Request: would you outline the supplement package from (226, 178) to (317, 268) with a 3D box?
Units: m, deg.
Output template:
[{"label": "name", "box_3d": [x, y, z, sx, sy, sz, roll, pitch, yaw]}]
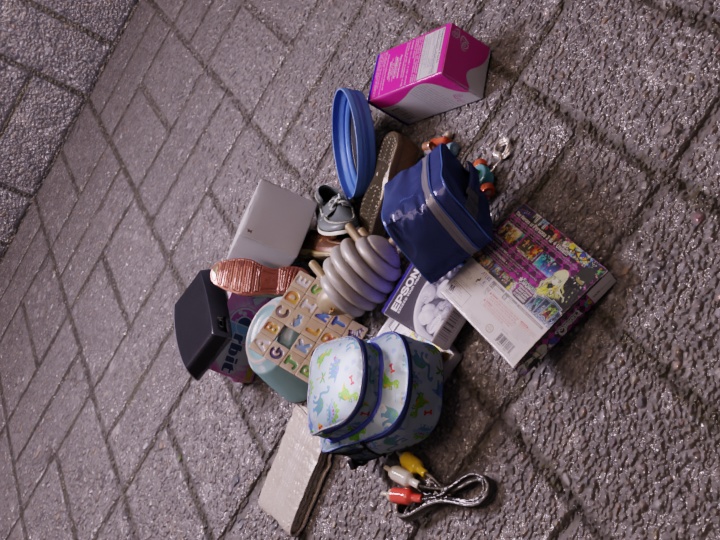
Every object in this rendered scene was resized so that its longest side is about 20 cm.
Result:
[{"label": "supplement package", "box_3d": [-0.170, -0.072, 1.910, 0.200, 0.117, 0.118, 137, 155, -72]}]

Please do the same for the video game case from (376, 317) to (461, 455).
[{"label": "video game case", "box_3d": [0.062, 0.161, 1.608, 0.201, 0.023, 0.182, -55, 35, 15]}]

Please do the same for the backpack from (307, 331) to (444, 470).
[{"label": "backpack", "box_3d": [0.019, 0.183, 1.505, 0.199, 0.146, 0.184, -23, 55, 41]}]

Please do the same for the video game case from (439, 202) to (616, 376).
[{"label": "video game case", "box_3d": [0.227, 0.022, 1.403, 0.181, 0.036, 0.200, -47, 42, 4]}]

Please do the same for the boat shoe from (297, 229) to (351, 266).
[{"label": "boat shoe", "box_3d": [-0.052, -0.045, 1.841, 0.200, 0.072, 0.068, 5, 77, 57]}]

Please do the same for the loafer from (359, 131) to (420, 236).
[{"label": "loafer", "box_3d": [0.054, -0.140, 1.762, 0.076, 0.067, 0.201, -125, 49, -57]}]

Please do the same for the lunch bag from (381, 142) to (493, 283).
[{"label": "lunch bag", "box_3d": [0.122, -0.094, 1.487, 0.132, 0.136, 0.200, -33, 23, 20]}]

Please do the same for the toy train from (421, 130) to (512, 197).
[{"label": "toy train", "box_3d": [0.151, -0.172, 1.650, 0.199, 0.055, 0.151, 5, 73, 55]}]

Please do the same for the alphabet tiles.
[{"label": "alphabet tiles", "box_3d": [-0.072, 0.090, 1.742, 0.166, 0.008, 0.201, 28, 72, 19]}]

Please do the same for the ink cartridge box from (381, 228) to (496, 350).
[{"label": "ink cartridge box", "box_3d": [0.121, 0.005, 1.579, 0.199, 0.043, 0.200, -58, 33, -3]}]

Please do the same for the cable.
[{"label": "cable", "box_3d": [0.101, 0.316, 1.433, 0.199, 0.050, 0.098, -1, 64, 55]}]

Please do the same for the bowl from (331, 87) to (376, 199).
[{"label": "bowl", "box_3d": [-0.012, -0.233, 1.842, 0.201, 0.039, 0.202, 173, 90, -77]}]

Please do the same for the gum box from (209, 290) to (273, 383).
[{"label": "gum box", "box_3d": [-0.241, 0.114, 1.966, 0.066, 0.113, 0.201, 10, 78, 55]}]

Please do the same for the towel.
[{"label": "towel", "box_3d": [-0.106, 0.336, 1.723, 0.132, 0.034, 0.201, 22, 90, 58]}]

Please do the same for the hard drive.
[{"label": "hard drive", "box_3d": [-0.306, 0.098, 1.924, 0.135, 0.042, 0.201, -50, 37, 24]}]

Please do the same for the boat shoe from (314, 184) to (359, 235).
[{"label": "boat shoe", "box_3d": [-0.049, -0.110, 1.835, 0.200, 0.072, 0.062, -126, 27, -70]}]

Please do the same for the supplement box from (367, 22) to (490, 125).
[{"label": "supplement box", "box_3d": [0.118, -0.339, 1.757, 0.199, 0.101, 0.104, -8, 64, 51]}]

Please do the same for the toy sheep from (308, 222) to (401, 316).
[{"label": "toy sheep", "box_3d": [0.000, 0.000, 1.694, 0.200, 0.137, 0.138, -47, 38, 18]}]

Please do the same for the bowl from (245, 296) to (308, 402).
[{"label": "bowl", "box_3d": [-0.134, 0.128, 1.821, 0.200, 0.105, 0.202, -30, 49, 41]}]

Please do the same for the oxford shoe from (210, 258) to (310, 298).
[{"label": "oxford shoe", "box_3d": [-0.184, 0.024, 1.895, 0.198, 0.074, 0.071, 10, 77, 12]}]
